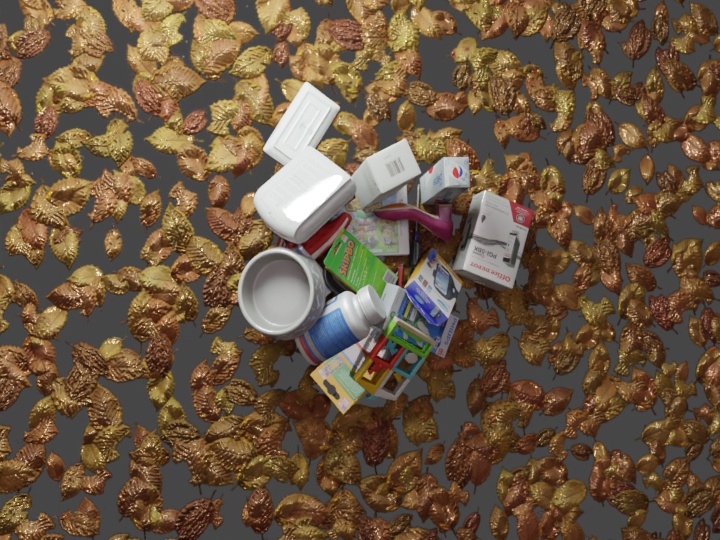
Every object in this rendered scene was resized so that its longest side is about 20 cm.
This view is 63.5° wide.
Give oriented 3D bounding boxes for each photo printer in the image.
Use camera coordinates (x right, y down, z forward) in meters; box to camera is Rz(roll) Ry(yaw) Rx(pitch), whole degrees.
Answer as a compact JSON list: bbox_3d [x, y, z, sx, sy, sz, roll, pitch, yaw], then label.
[{"bbox_3d":[-0.128,-0.161,1.275,0.165,0.070,0.200,38,73,29],"label":"photo printer"}]

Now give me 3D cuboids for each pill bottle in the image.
[{"bbox_3d":[-0.045,0.118,1.296,0.196,0.112,0.115,-30,92,15],"label":"pill bottle"}]

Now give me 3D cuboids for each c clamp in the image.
[{"bbox_3d":[0.003,0.005,1.367,0.198,0.027,0.175,36,73,-30],"label":"c clamp"}]

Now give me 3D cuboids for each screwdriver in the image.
[{"bbox_3d":[0.142,-0.110,1.437,0.028,0.027,0.208,16,76,-38],"label":"screwdriver"}]

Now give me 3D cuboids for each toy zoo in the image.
[{"bbox_3d":[0.071,0.216,1.324,0.129,0.021,0.203,30,100,-30],"label":"toy zoo"}]

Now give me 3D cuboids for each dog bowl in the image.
[{"bbox_3d":[-0.175,0.047,1.249,0.192,0.059,0.208,-1,85,10],"label":"dog bowl"}]

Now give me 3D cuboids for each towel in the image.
[{"bbox_3d":[-0.164,0.052,1.320,0.199,0.024,0.148,-40,117,3],"label":"towel"}]

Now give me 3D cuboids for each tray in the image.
[{"bbox_3d":[-0.140,-0.344,1.395,0.106,0.022,0.204,32,82,-8],"label":"tray"}]

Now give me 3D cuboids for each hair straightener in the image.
[{"bbox_3d":[0.121,0.090,1.404,0.074,0.041,0.208,4,90,-10],"label":"hair straightener"}]

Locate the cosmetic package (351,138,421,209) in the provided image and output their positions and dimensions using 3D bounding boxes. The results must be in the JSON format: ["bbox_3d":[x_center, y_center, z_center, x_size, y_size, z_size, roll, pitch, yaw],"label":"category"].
[{"bbox_3d":[0.051,-0.211,1.310,0.105,0.200,0.087,-28,93,-13],"label":"cosmetic package"}]

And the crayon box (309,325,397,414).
[{"bbox_3d":[-0.012,0.218,1.370,0.199,0.052,0.126,-43,95,-11],"label":"crayon box"}]

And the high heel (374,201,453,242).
[{"bbox_3d":[0.129,-0.111,1.400,0.192,0.067,0.100,-5,108,-12],"label":"high heel"}]

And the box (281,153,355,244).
[{"bbox_3d":[-0.127,-0.169,1.345,0.197,0.040,0.138,-34,61,-10],"label":"box"}]

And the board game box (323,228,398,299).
[{"bbox_3d":[0.000,0.000,1.333,0.199,0.030,0.097,41,70,-32],"label":"board game box"}]

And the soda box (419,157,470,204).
[{"bbox_3d":[0.194,-0.206,1.358,0.061,0.200,0.071,-2,86,-9],"label":"soda box"}]

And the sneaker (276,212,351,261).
[{"bbox_3d":[-0.119,-0.086,1.345,0.200,0.078,0.116,-45,93,1],"label":"sneaker"}]

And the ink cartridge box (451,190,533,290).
[{"bbox_3d":[0.326,-0.070,1.433,0.142,0.083,0.207,18,83,-9],"label":"ink cartridge box"}]

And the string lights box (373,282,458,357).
[{"bbox_3d":[0.130,0.118,1.365,0.196,0.058,0.106,26,84,-29],"label":"string lights box"}]

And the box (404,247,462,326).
[{"bbox_3d":[0.171,0.039,1.354,0.119,0.201,0.041,47,121,-6],"label":"box"}]

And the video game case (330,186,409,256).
[{"bbox_3d":[0.022,-0.128,1.412,0.192,0.022,0.190,-2,87,-10],"label":"video game case"}]
